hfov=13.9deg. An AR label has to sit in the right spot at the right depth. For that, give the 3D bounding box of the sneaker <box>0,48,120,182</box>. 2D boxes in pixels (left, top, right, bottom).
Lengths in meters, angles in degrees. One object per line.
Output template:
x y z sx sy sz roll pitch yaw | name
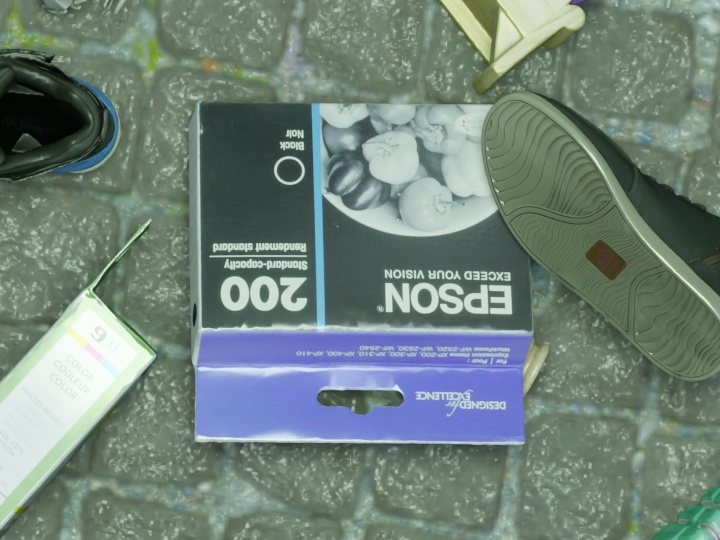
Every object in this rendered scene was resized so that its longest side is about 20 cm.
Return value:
-0.239 -0.093 1.697 0.199 0.111 0.077 9 88 -2 | sneaker

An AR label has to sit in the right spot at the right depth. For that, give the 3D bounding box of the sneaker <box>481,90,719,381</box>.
0.155 -0.030 1.721 0.075 0.106 0.200 -40 89 32 | sneaker

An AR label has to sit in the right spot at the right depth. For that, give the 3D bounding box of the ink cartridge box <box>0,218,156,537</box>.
-0.168 0.065 1.699 0.059 0.104 0.200 41 86 -1 | ink cartridge box

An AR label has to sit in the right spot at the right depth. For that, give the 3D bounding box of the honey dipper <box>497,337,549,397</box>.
0.017 0.014 1.744 0.199 0.038 0.038 28 87 0 | honey dipper

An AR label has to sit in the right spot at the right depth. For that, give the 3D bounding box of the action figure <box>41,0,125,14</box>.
-0.192 -0.224 1.729 0.199 0.069 0.131 14 80 -6 | action figure

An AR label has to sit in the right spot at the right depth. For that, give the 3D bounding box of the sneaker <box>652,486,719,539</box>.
0.234 0.165 1.733 0.200 0.074 0.088 -44 95 -4 | sneaker

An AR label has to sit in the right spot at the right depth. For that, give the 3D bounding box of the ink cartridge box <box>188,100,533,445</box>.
0.000 0.000 1.710 0.197 0.043 0.201 0 72 -7 | ink cartridge box

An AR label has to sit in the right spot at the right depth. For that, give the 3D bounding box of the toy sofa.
0.055 -0.211 1.731 0.097 0.083 0.200 -38 90 -8 | toy sofa
